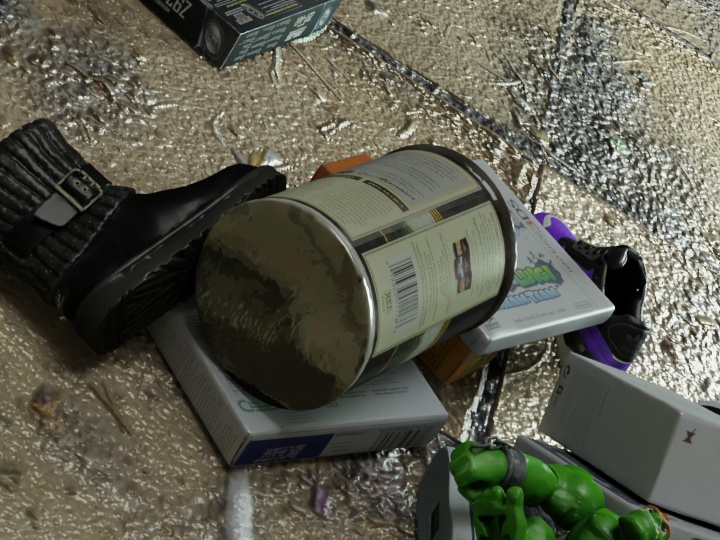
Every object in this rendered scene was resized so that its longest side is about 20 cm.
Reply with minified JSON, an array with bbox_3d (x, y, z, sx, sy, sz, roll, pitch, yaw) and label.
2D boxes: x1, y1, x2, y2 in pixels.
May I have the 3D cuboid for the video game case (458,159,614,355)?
[{"bbox_3d":[0.097,-0.017,1.472,0.199,0.024,0.182,-10,54,-52],"label":"video game case"}]

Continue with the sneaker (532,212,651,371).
[{"bbox_3d":[0.206,0.006,1.591,0.069,0.100,0.201,16,37,-32],"label":"sneaker"}]

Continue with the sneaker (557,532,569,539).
[{"bbox_3d":[0.225,0.253,1.312,0.199,0.100,0.078,20,-10,15],"label":"sneaker"}]

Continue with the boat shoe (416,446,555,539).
[{"bbox_3d":[0.089,0.202,1.250,0.090,0.071,0.201,24,31,-10],"label":"boat shoe"}]

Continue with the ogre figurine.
[{"bbox_3d":[0.145,0.194,1.200,0.200,0.099,0.119,39,27,30],"label":"ogre figurine"}]

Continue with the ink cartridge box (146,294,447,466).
[{"bbox_3d":[-0.059,0.052,1.339,0.195,0.043,0.200,-1,45,-42],"label":"ink cartridge box"}]

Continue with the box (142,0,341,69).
[{"bbox_3d":[-0.127,-0.274,1.698,0.160,0.044,0.200,42,32,9],"label":"box"}]

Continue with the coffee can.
[{"bbox_3d":[0.000,0.000,1.284,0.146,0.147,0.200,45,34,16],"label":"coffee can"}]

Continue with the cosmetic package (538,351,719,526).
[{"bbox_3d":[0.226,0.130,1.385,0.101,0.072,0.200,20,3,-19],"label":"cosmetic package"}]

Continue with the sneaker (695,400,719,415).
[{"bbox_3d":[0.318,0.192,1.477,0.200,0.073,0.112,50,30,19],"label":"sneaker"}]

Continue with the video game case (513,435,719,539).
[{"bbox_3d":[0.231,0.183,1.366,0.181,0.024,0.200,21,3,-23],"label":"video game case"}]

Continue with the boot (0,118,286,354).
[{"bbox_3d":[-0.168,-0.050,1.276,0.158,0.080,0.211,40,50,20],"label":"boot"}]

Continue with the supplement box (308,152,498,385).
[{"bbox_3d":[0.035,-0.003,1.477,0.200,0.069,0.066,47,34,20],"label":"supplement box"}]
